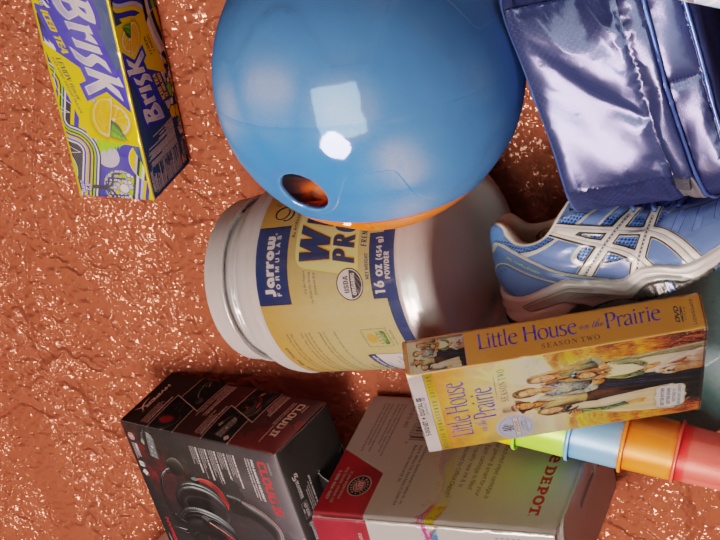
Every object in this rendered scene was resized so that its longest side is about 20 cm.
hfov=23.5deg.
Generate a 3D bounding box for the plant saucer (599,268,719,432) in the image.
[{"bbox_3d":[0.212,0.029,1.247,0.199,0.039,0.202,12,128,16],"label":"plant saucer"}]

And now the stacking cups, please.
[{"bbox_3d":[0.173,0.122,1.270,0.198,0.061,0.061,16,128,12],"label":"stacking cups"}]

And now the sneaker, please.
[{"bbox_3d":[0.175,-0.023,1.153,0.199,0.076,0.078,-20,102,23],"label":"sneaker"}]

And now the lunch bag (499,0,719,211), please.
[{"bbox_3d":[0.186,-0.133,1.080,0.131,0.136,0.201,-9,118,30],"label":"lunch bag"}]

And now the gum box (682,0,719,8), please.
[{"bbox_3d":[0.220,-0.208,0.970,0.169,0.200,0.045,15,128,14],"label":"gum box"}]

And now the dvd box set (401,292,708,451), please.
[{"bbox_3d":[0.134,0.072,1.181,0.198,0.030,0.147,-9,153,4],"label":"dvd box set"}]

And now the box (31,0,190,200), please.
[{"bbox_3d":[-0.188,-0.155,1.289,0.069,0.064,0.201,5,124,22],"label":"box"}]

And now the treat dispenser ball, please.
[{"bbox_3d":[0.005,-0.127,1.096,0.199,0.201,0.202,12,127,17],"label":"treat dispenser ball"}]

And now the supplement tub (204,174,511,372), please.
[{"bbox_3d":[0.000,0.000,1.250,0.199,0.145,0.145,-5,121,36],"label":"supplement tub"}]

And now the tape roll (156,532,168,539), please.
[{"bbox_3d":[-0.123,0.329,1.597,0.201,0.071,0.204,12,127,16],"label":"tape roll"}]

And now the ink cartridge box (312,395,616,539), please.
[{"bbox_3d":[0.084,0.177,1.341,0.198,0.146,0.083,1,125,25],"label":"ink cartridge box"}]

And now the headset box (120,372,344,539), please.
[{"bbox_3d":[-0.086,0.176,1.439,0.199,0.075,0.150,8,127,38],"label":"headset box"}]
